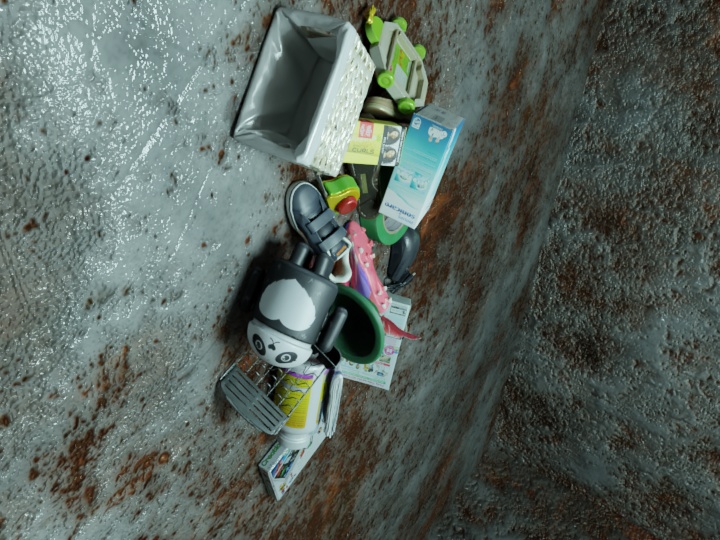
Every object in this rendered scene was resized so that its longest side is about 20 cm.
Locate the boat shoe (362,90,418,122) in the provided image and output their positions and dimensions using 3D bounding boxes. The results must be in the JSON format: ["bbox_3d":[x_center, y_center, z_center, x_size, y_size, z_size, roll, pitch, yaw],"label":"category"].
[{"bbox_3d":[0.061,-0.329,1.119,0.199,0.069,0.067,-20,119,-64],"label":"boat shoe"}]

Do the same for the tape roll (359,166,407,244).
[{"bbox_3d":[0.071,-0.162,1.268,0.200,0.047,0.205,-41,142,-42],"label":"tape roll"}]

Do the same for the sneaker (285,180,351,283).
[{"bbox_3d":[-0.064,-0.066,1.016,0.078,0.078,0.203,-42,130,-27],"label":"sneaker"}]

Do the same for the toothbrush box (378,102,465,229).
[{"bbox_3d":[0.120,-0.205,1.112,0.147,0.083,0.204,-51,163,-60],"label":"toothbrush box"}]

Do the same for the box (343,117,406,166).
[{"bbox_3d":[-0.013,-0.228,0.992,0.196,0.050,0.077,-2,113,-37],"label":"box"}]

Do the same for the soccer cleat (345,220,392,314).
[{"bbox_3d":[0.000,0.000,1.192,0.066,0.075,0.205,-32,102,-57],"label":"soccer cleat"}]

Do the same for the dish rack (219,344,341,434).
[{"bbox_3d":[-0.145,0.177,1.013,0.201,0.153,0.055,-48,-177,-31],"label":"dish rack"}]

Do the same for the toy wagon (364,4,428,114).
[{"bbox_3d":[0.062,-0.393,1.048,0.199,0.039,0.159,40,51,-38],"label":"toy wagon"}]

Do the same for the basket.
[{"bbox_3d":[-0.077,-0.254,0.842,0.123,0.133,0.205,17,94,-67],"label":"basket"}]

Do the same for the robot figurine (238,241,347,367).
[{"bbox_3d":[-0.111,0.059,0.949,0.124,0.148,0.205,27,86,-44],"label":"robot figurine"}]

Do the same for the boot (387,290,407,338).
[{"bbox_3d":[0.045,0.154,1.416,0.152,0.072,0.202,-56,147,-26],"label":"boot"}]

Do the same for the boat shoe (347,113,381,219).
[{"bbox_3d":[0.009,-0.208,1.117,0.077,0.069,0.206,-84,175,-63],"label":"boat shoe"}]

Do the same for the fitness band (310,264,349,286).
[{"bbox_3d":[-0.087,0.043,1.139,0.147,0.037,0.199,-65,152,-1],"label":"fitness band"}]

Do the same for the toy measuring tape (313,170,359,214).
[{"bbox_3d":[-0.039,-0.154,1.020,0.075,0.072,0.201,-61,166,-13],"label":"toy measuring tape"}]

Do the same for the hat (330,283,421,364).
[{"bbox_3d":[0.023,0.075,1.149,0.175,0.163,0.205,-39,143,-43],"label":"hat"}]

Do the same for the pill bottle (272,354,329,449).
[{"bbox_3d":[-0.123,0.252,1.144,0.103,0.102,0.206,-21,127,-55],"label":"pill bottle"}]

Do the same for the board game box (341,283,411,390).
[{"bbox_3d":[0.021,0.148,1.283,0.064,0.143,0.206,-73,177,-77],"label":"board game box"}]

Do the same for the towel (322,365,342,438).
[{"bbox_3d":[-0.066,0.226,1.192,0.201,0.023,0.151,-109,-154,-64],"label":"towel"}]

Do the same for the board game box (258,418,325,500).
[{"bbox_3d":[-0.144,0.397,1.281,0.200,0.034,0.129,-48,147,-36],"label":"board game box"}]

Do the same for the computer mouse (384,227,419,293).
[{"bbox_3d":[0.116,-0.033,1.438,0.138,0.052,0.205,-32,135,-49],"label":"computer mouse"}]
